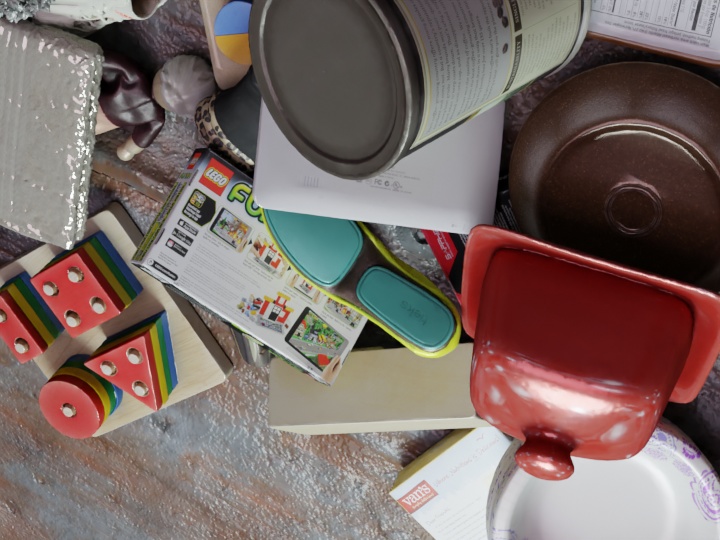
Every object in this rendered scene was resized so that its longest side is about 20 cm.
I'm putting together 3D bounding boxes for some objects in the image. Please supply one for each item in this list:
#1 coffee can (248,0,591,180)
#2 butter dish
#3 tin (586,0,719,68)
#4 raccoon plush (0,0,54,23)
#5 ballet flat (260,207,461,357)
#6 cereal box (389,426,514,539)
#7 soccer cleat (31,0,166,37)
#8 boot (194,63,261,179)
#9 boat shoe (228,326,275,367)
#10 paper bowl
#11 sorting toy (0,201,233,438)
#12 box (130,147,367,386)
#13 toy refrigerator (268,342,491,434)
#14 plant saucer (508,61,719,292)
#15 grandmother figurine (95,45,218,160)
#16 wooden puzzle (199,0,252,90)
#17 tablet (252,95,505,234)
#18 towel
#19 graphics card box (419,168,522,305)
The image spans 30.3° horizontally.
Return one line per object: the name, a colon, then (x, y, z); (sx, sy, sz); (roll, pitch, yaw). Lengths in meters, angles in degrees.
coffee can: (0.044, -0.167, 0.907); (0.145, 0.199, 0.148); (27, 133, 34)
butter dish: (0.152, 0.083, 0.980); (0.197, 0.149, 0.201); (18, 156, 11)
tin: (0.213, -0.208, 0.937); (0.197, 0.042, 0.113); (16, 128, 14)
raccoon plush: (-0.311, -0.272, 1.017); (0.096, 0.133, 0.202); (-28, 78, 28)
ballet flat: (0.000, 0.000, 1.081); (0.199, 0.067, 0.067); (40, 93, 8)
cereal box: (0.142, 0.229, 1.225); (0.200, 0.040, 0.144); (45, 125, -6)
soccer cleat: (-0.202, -0.225, 1.070); (0.199, 0.069, 0.078); (-32, 79, 41)
boot: (-0.026, -0.108, 1.071); (0.198, 0.074, 0.150); (26, 153, -31)
boat shoe: (-0.109, -0.013, 1.178); (0.072, 0.074, 0.203); (6, 113, 31)
paper bowl: (0.204, 0.208, 1.120); (0.197, 0.104, 0.204); (0, 100, 2)
sorting toy: (-0.259, 0.067, 1.283); (0.198, 0.070, 0.200); (-24, 107, 32)
box: (-0.079, -0.001, 1.106); (0.199, 0.111, 0.035); (35, 168, -24)
toy refrigerator: (0.022, 0.103, 1.169); (0.197, 0.076, 0.071); (-5, 77, 27)
plant saucer: (0.202, -0.051, 0.975); (0.197, 0.037, 0.203); (9, 122, 15)
grandmother figurine: (-0.214, -0.150, 1.147); (0.197, 0.061, 0.122); (-5, 144, 23)
wooden puzzle: (-0.053, -0.229, 1.033); (0.183, 0.046, 0.202); (0, 119, 23)
tablet: (0.018, -0.101, 0.993); (0.197, 0.014, 0.132); (6, 89, -25)
towel: (-0.286, -0.122, 1.137); (0.131, 0.035, 0.202); (21, 122, 9)
graphics card box: (0.159, -0.027, 1.059); (0.198, 0.051, 0.126); (-19, 110, 32)
